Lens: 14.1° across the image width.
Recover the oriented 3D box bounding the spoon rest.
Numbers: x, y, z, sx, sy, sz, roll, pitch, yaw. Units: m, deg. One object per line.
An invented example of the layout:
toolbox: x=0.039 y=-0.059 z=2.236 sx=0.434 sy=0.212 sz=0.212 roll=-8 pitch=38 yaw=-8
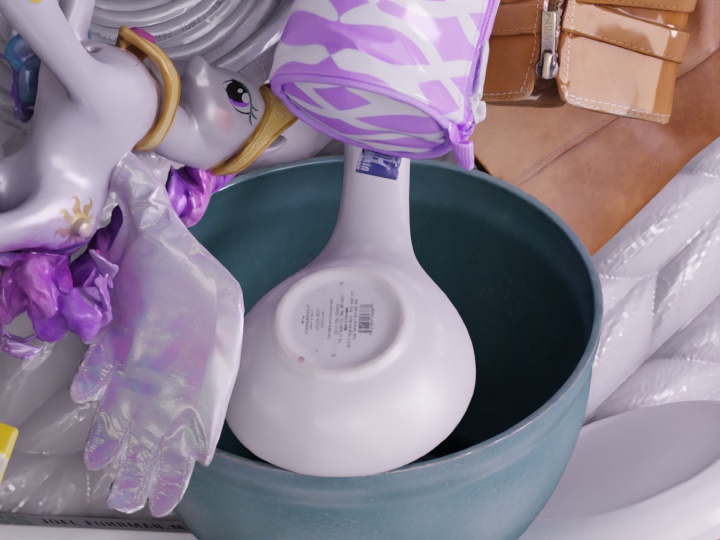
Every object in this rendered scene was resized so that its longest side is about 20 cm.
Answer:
spoon rest: x=0.000 y=0.000 z=1.145 sx=0.099 sy=0.200 sz=0.061 roll=2 pitch=143 yaw=8

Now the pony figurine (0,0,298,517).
pony figurine: x=-0.111 y=-0.028 z=1.088 sx=0.200 sy=0.166 sz=0.193 roll=24 pitch=92 yaw=-51

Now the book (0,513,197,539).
book: x=-0.132 y=0.171 z=1.238 sx=0.199 sy=0.048 sz=0.134 roll=6 pitch=95 yaw=-22

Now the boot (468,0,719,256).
boot: x=0.111 y=-0.126 z=1.244 sx=0.200 sy=0.068 sz=0.188 roll=-34 pitch=112 yaw=-1

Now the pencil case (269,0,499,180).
pencil case: x=0.030 y=-0.139 z=1.111 sx=0.085 sy=0.084 sz=0.201 roll=13 pitch=79 yaw=19

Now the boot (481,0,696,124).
boot: x=0.127 y=-0.136 z=1.167 sx=0.074 sy=0.199 sz=0.155 roll=7 pitch=86 yaw=-64

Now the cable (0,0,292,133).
cable: x=-0.090 y=-0.147 z=1.157 sx=0.200 sy=0.069 sz=0.200 roll=-39 pitch=129 yaw=2

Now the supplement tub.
supplement tub: x=0.147 y=0.171 z=1.288 sx=0.140 sy=0.140 sz=0.200 roll=-25 pitch=106 yaw=-15

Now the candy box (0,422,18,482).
candy box: x=-0.235 y=0.069 z=1.071 sx=0.199 sy=0.026 sz=0.102 roll=20 pitch=116 yaw=-3

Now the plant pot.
plant pot: x=0.000 y=0.064 z=1.205 sx=0.200 sy=0.200 sz=0.134 roll=-17 pitch=132 yaw=-17
